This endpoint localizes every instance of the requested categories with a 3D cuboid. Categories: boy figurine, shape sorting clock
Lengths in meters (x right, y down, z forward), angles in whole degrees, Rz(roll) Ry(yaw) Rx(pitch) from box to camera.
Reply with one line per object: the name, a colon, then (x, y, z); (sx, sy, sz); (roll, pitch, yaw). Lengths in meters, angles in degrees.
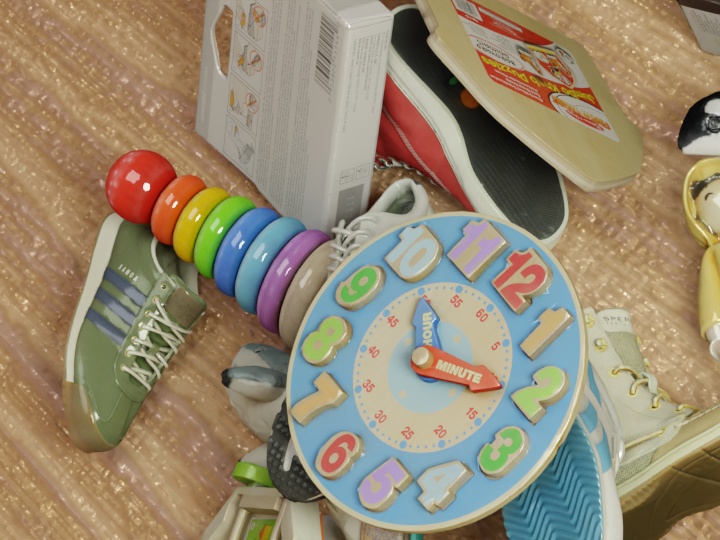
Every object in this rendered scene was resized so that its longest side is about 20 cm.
boy figurine: (0.271, 0.004, 1.442); (0.124, 0.064, 0.201); (-30, 55, 11)
shape sorting clock: (0.042, 0.058, 1.329); (0.199, 0.039, 0.202); (-11, 62, 22)

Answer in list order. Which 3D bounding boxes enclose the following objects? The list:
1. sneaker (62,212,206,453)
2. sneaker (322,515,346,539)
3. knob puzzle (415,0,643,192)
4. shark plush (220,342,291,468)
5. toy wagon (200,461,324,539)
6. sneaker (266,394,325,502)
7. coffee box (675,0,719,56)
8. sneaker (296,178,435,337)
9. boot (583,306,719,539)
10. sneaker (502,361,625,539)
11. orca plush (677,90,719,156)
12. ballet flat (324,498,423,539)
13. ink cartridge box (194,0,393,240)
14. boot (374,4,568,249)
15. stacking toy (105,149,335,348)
sneaker: (-0.158, 0.035, 1.636); (0.089, 0.067, 0.201); (-11, 53, 27)
sneaker: (-0.020, 0.238, 1.429); (0.075, 0.089, 0.201); (-19, 54, 17)
knob puzzle: (0.116, -0.116, 1.523); (0.030, 0.219, 0.220); (-49, 47, 25)
shark plush: (-0.011, 0.086, 1.536); (0.199, 0.091, 0.083); (-3, 29, 31)
toy wagon: (-0.085, 0.204, 1.471); (0.200, 0.039, 0.156); (-12, 56, 65)
sneaker: (0.021, 0.070, 1.409); (0.074, 0.080, 0.200); (40, 87, 24)
coffee box: (0.330, -0.188, 1.518); (0.199, 0.080, 0.113); (23, 74, 35)
sneaker: (0.000, 0.000, 1.515); (0.073, 0.071, 0.200); (-16, 18, 27)
boot: (0.186, 0.082, 1.413); (0.200, 0.072, 0.156); (-36, 46, 28)
sneaker: (0.127, 0.113, 1.341); (0.076, 0.081, 0.201); (-36, 43, 28)
orca plush: (0.309, -0.107, 1.453); (0.199, 0.105, 0.072); (4, 93, 28)
ballet flat: (0.012, 0.132, 1.444); (0.067, 0.068, 0.201); (1, 55, 8)
ink cartridge box: (-0.051, -0.141, 1.616); (0.044, 0.201, 0.176); (-18, 45, -30)
boot: (0.059, -0.078, 1.603); (0.072, 0.144, 0.201); (-32, 82, -31)
stacking toy: (-0.102, -0.023, 1.602); (0.199, 0.085, 0.086); (29, 76, 19)
